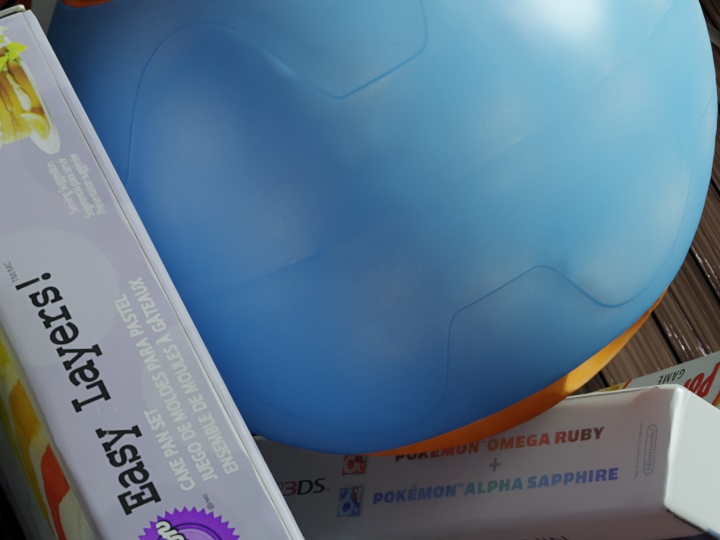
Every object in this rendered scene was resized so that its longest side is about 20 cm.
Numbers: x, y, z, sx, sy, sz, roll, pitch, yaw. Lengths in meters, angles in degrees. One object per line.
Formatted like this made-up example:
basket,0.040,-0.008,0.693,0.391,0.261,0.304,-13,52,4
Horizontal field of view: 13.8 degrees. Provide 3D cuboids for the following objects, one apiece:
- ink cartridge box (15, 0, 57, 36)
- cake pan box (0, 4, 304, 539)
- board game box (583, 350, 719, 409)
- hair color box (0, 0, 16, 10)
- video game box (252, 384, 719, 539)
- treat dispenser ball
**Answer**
ink cartridge box,-0.065,-0.081,1.078,0.083,0.146,0.200,11,21,6
cake pan box,-0.070,0.057,0.804,0.200,0.052,0.184,96,-29,-61
board game box,0.129,0.105,1.115,0.151,0.200,0.046,41,55,-20
hair color box,-0.166,-0.187,1.225,0.200,0.064,0.111,53,16,15
video game box,0.082,0.098,0.995,0.200,0.182,0.047,30,62,-43
treat dispenser ball,0.005,-0.046,0.882,0.201,0.201,0.201,42,19,-18
